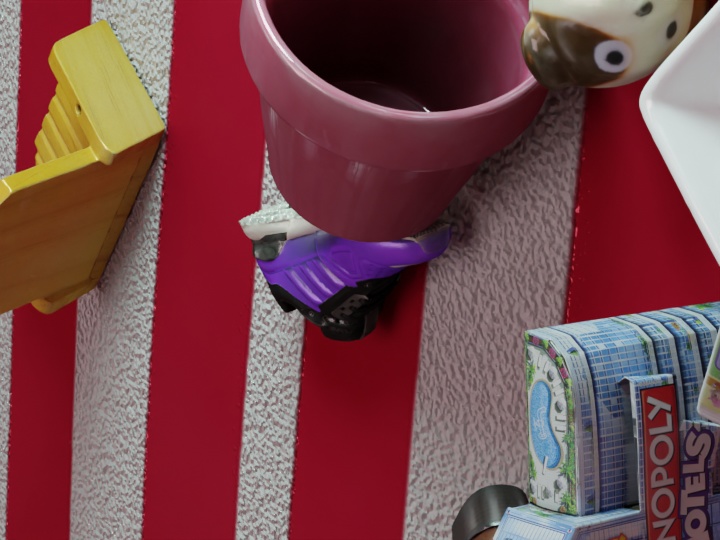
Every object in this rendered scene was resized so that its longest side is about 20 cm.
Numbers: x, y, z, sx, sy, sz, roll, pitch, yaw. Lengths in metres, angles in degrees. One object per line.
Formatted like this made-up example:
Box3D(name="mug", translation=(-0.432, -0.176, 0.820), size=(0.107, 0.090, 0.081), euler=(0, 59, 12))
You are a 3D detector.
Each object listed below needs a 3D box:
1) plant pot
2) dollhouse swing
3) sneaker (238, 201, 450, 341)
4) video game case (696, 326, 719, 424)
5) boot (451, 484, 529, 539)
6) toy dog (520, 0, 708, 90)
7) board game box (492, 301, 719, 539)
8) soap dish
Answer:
Box3D(name="plant pot", translation=(0.016, -0.120, 1.382), size=(0.201, 0.199, 0.179), euler=(62, 156, 26))
Box3D(name="dollhouse swing", translation=(-0.284, -0.076, 1.814), size=(0.182, 0.175, 0.200), euler=(59, 140, 29))
Box3D(name="sneaker", translation=(0.000, 0.000, 1.524), size=(0.200, 0.069, 0.100), euler=(2, 110, 53))
Box3D(name="video game case", translation=(0.274, 0.042, 1.068), size=(0.199, 0.022, 0.183), euler=(25, 133, 19))
Box3D(name="boot", translation=(0.086, 0.268, 1.383), size=(0.201, 0.068, 0.189), euler=(-99, 26, -43))
Box3D(name="toy dog", translation=(0.121, -0.201, 1.250), size=(0.194, 0.139, 0.201), euler=(132, 123, -63))
Box3D(name="board game box", translation=(0.149, 0.129, 1.212), size=(0.062, 0.199, 0.201), euler=(8, 104, 55))
Box3D(name="soap dish", translation=(0.244, -0.060, 1.143), size=(0.157, 0.081, 0.201), euler=(-50, 56, 46))
